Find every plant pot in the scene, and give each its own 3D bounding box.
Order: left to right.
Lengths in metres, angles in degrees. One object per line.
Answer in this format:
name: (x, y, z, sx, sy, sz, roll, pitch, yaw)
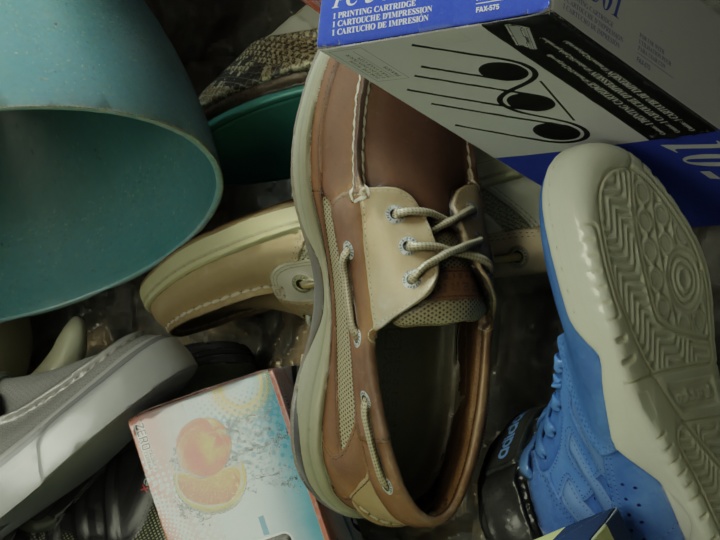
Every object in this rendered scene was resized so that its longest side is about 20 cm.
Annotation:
plant pot: (-0.163, -0.076, 1.090, 0.199, 0.200, 0.136, -27, 64, 31)

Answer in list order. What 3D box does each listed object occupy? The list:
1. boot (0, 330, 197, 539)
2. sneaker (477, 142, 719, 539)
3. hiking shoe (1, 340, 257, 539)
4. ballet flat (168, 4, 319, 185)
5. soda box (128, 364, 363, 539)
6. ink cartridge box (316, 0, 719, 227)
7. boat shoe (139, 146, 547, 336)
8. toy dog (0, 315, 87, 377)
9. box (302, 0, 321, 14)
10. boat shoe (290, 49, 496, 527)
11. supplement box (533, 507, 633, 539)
boot: (-0.166, 0.062, 1.122, 0.200, 0.074, 0.096, -37, 82, 12)
sneaker: (0.078, 0.052, 1.007, 0.111, 0.077, 0.201, -7, 119, 37)
hiking shoe: (-0.099, 0.124, 1.165, 0.200, 0.076, 0.101, -48, 58, 22)
ballet flat: (0.015, -0.085, 1.114, 0.199, 0.068, 0.076, -11, 58, 29)
soda box: (-0.024, 0.140, 1.083, 0.063, 0.068, 0.201, -19, 87, 9)
ink cartridge box: (0.081, -0.066, 0.971, 0.094, 0.200, 0.045, -5, 70, 35)
boat shoe: (0.000, 0.000, 1.108, 0.199, 0.072, 0.065, -19, 85, 27)
toy dog: (-0.207, -0.030, 1.218, 0.193, 0.139, 0.202, 4, 87, 35)
box: (0.016, -0.199, 1.061, 0.102, 0.095, 0.200, 38, 90, 31)
boat shoe: (0.021, -0.002, 1.014, 0.072, 0.075, 0.201, 22, 116, 55)
supplement box: (0.005, 0.199, 0.923, 0.199, 0.200, 0.135, -25, 94, 22)
